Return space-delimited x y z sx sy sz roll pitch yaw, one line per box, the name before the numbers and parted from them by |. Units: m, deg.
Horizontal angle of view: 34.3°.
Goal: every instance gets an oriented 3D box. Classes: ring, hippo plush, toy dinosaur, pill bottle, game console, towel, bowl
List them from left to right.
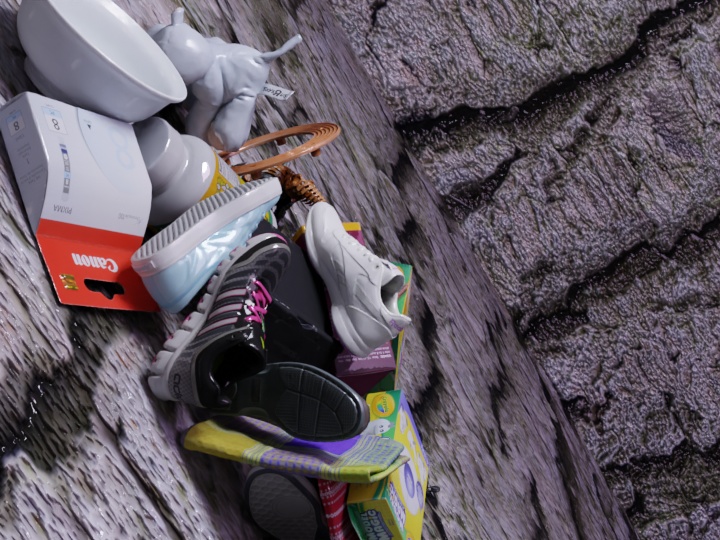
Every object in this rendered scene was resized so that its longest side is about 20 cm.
bowl | -0.286 -0.219 1.220 0.201 0.090 0.201 43 15 -14
pill bottle | -0.188 -0.079 1.300 0.200 0.113 0.113 48 19 -47
hippo plush | -0.210 -0.242 1.504 0.161 0.200 0.160 10 89 -45
game console | -0.113 0.051 1.306 0.116 0.176 0.200 39 0 33
toy dinosaur | -0.124 -0.098 1.508 0.102 0.136 0.200 41 -22 -19
ring | -0.120 -0.150 1.520 0.200 0.200 0.019 -79 152 -70
towel | -0.064 0.171 1.144 0.144 0.200 0.023 -6 105 -71
towel | -0.004 0.290 1.206 0.145 0.022 0.200 -21 100 -75

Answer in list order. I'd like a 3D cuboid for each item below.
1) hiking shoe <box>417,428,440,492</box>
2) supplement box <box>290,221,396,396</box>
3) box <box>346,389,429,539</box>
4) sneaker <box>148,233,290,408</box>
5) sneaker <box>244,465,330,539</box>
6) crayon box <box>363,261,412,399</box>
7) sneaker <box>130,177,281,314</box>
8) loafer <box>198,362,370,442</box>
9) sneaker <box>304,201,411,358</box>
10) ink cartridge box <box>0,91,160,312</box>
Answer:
hiking shoe | 0.031 0.218 1.544 0.200 0.101 0.076 64 13 8
supplement box | -0.036 0.053 1.467 0.086 0.110 0.200 -4 68 -27
box | 0.030 0.233 1.242 0.200 0.048 0.117 -75 150 -54
sneaker | -0.115 0.054 1.133 0.087 0.200 0.074 23 -25 29
sneaker | -0.063 0.211 1.231 0.202 0.077 0.146 62 21 -46
crayon box | 0.030 0.098 1.609 0.200 0.058 0.119 93 8 -46
sneaker | -0.147 -0.025 1.192 0.200 0.074 0.082 -38 115 -37
loafer | -0.073 0.124 1.158 0.063 0.200 0.072 12 87 -62
sneaker | 0.000 0.000 1.372 0.075 0.100 0.200 23 41 -60
ink cartridge box | -0.253 -0.062 1.120 0.160 0.047 0.200 12 53 -65
